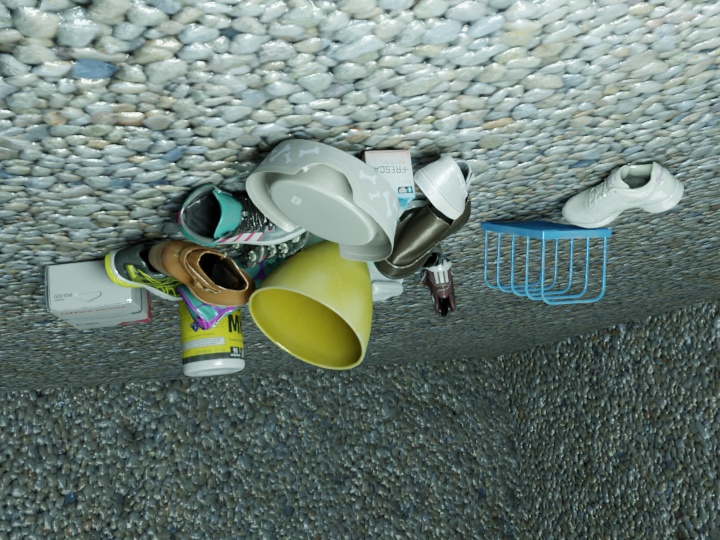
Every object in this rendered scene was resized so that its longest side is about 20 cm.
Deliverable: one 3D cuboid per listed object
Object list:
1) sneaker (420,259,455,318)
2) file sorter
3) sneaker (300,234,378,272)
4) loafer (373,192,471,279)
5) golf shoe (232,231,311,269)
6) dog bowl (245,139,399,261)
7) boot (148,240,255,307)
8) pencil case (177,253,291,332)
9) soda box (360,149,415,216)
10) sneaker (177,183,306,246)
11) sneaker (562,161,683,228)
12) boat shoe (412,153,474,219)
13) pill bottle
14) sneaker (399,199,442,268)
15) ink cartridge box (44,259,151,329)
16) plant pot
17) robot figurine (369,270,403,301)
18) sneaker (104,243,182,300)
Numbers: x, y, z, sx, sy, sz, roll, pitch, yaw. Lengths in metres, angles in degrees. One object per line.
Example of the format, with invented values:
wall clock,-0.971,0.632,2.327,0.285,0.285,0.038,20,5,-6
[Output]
sneaker,0.174,0.052,1.825,0.074,0.117,0.200,-9,167,6
file sorter,0.317,-0.018,1.444,0.137,0.125,0.200,-2,-172,-22
sneaker,-0.024,-0.066,1.344,0.198,0.074,0.119,9,137,30
loafer,0.095,-0.067,1.250,0.200,0.073,0.072,-42,164,-26
golf shoe,-0.123,-0.062,1.279,0.087,0.078,0.199,-24,-175,-37
dog bowl,-0.041,-0.087,1.024,0.198,0.059,0.201,22,159,9
boot,-0.205,0.008,1.236,0.199,0.078,0.154,35,162,-37
pencil case,-0.202,0.024,1.381,0.199,0.093,0.085,-31,159,-23
soda box,0.021,-0.102,1.148,0.063,0.069,0.200,-4,168,-10
sneaker,-0.164,-0.078,1.138,0.197,0.085,0.121,-7,177,4
sneaker,0.404,-0.129,1.316,0.198,0.076,0.099,-15,142,42
boat shoe,0.124,-0.124,1.139,0.068,0.072,0.200,-39,164,12
pill bottle,-0.273,0.084,1.501,0.112,0.203,0.114,-7,168,-1
sneaker,0.106,-0.046,1.389,0.070,0.101,0.200,-12,168,11
ink cartridge box,-0.465,0.045,1.482,0.143,0.086,0.200,-6,169,-6
plant pot,-0.057,0.039,1.306,0.198,0.143,0.201,19,147,13
robot figurine,0.000,0.000,1.476,0.198,0.114,0.169,-3,-149,-44
sneaker,-0.319,0.002,1.363,0.084,0.076,0.199,-17,164,36
